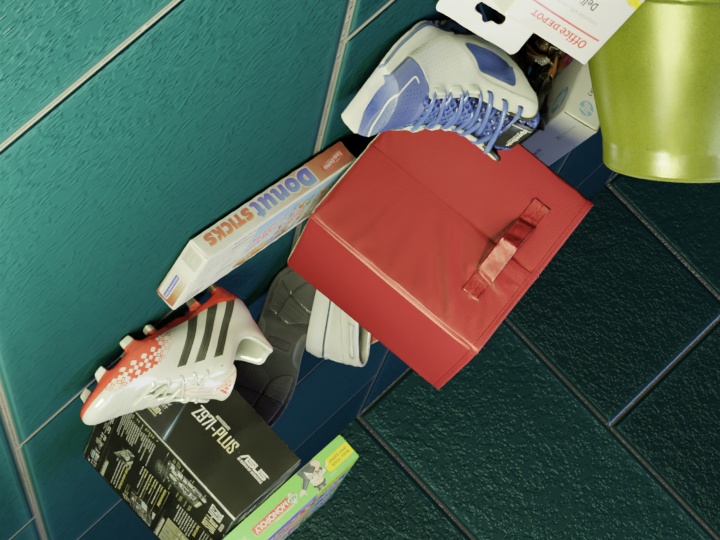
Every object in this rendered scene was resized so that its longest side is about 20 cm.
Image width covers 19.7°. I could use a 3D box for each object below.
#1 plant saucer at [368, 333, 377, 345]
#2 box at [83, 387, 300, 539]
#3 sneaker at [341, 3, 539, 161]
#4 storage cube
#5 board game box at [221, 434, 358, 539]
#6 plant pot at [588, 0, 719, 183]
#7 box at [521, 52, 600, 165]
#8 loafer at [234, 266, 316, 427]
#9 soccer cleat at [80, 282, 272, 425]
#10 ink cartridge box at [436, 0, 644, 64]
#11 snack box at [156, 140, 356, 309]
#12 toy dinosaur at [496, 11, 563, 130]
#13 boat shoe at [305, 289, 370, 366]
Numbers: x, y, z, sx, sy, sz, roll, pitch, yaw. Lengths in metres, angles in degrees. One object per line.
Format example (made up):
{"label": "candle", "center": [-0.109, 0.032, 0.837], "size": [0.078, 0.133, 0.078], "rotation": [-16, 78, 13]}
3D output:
{"label": "plant saucer", "center": [0.063, -0.024, 2.012], "size": [0.200, 0.037, 0.200], "rotation": [-31, -157, 53]}
{"label": "box", "center": [-0.155, 0.169, 1.872], "size": [0.086, 0.164, 0.200], "rotation": [-40, 171, -26]}
{"label": "sneaker", "center": [0.082, -0.140, 1.649], "size": [0.081, 0.115, 0.199], "rotation": [-50, 170, 35]}
{"label": "storage cube", "center": [0.065, -0.032, 1.779], "size": [0.171, 0.180, 0.200], "rotation": [-50, 177, -15]}
{"label": "board game box", "center": [-0.092, 0.237, 1.851], "size": [0.200, 0.029, 0.135], "rotation": [-40, 172, -22]}
{"label": "plant pot", "center": [0.272, -0.178, 1.745], "size": [0.200, 0.199, 0.194], "rotation": [-28, 123, -64]}
{"label": "box", "center": [0.199, -0.192, 1.895], "size": [0.201, 0.041, 0.156], "rotation": [-67, -167, -22]}
{"label": "loafer", "center": [-0.092, 0.091, 1.995], "size": [0.201, 0.072, 0.063], "rotation": [-64, -177, -16]}
{"label": "soccer cleat", "center": [-0.151, 0.083, 1.729], "size": [0.200, 0.085, 0.069], "rotation": [-36, 169, -47]}
{"label": "ink cartridge box", "center": [0.166, -0.236, 1.586], "size": [0.200, 0.067, 0.117], "rotation": [-47, 140, 19]}
{"label": "snack box", "center": [-0.081, -0.038, 1.676], "size": [0.200, 0.024, 0.072], "rotation": [-37, 168, -44]}
{"label": "toy dinosaur", "center": [0.148, -0.193, 1.835], "size": [0.136, 0.102, 0.200], "rotation": [-59, 156, -20]}
{"label": "boat shoe", "center": [0.000, 0.000, 1.936], "size": [0.074, 0.065, 0.201], "rotation": [-55, 160, -52]}
